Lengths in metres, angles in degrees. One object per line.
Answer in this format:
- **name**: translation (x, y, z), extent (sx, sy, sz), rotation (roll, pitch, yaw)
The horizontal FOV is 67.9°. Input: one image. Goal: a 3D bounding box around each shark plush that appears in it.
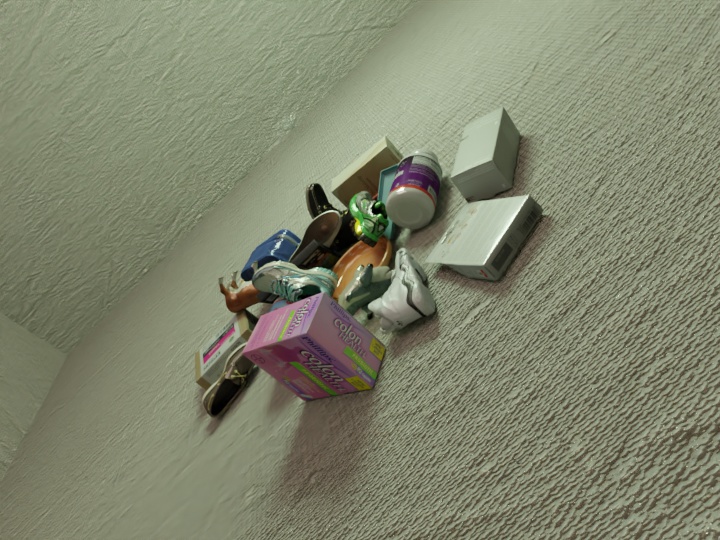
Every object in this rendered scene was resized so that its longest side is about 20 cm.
- **shark plush**: translation (0.001, 0.068, 1.110), extent (0.200, 0.083, 0.091), rotation (-55, 11, -21)

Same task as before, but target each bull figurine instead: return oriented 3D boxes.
- **bull figurine**: translation (-0.290, 0.045, 1.455), extent (0.199, 0.122, 0.065), rotation (-23, 3, 10)

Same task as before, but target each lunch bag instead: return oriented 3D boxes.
- **lunch bag**: translation (-0.232, -0.028, 1.539), extent (0.200, 0.136, 0.133), rotation (-26, 32, 37)

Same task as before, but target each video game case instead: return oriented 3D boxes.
- **video game case**: translation (-0.151, 0.013, 1.357), extent (0.200, 0.026, 0.181), rotation (-44, -16, 6)

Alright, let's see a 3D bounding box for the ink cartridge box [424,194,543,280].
- **ink cartridge box**: translation (0.225, -0.059, 1.005), extent (0.162, 0.050, 0.200), rotation (-54, 18, -13)

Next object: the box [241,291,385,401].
- **box**: translation (-0.089, 0.152, 1.016), extent (0.200, 0.176, 0.097), rotation (-22, 35, 40)

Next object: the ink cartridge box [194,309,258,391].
- **ink cartridge box**: translation (-0.357, 0.215, 1.455), extent (0.200, 0.075, 0.165), rotation (-45, 24, 0)

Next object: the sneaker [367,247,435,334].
- **sneaker**: translation (0.071, 0.039, 1.047), extent (0.115, 0.075, 0.200), rotation (-36, 31, 16)

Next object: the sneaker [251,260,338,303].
- **sneaker**: translation (-0.153, 0.033, 1.213), extent (0.199, 0.078, 0.086), rotation (2, 37, 6)

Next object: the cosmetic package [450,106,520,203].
- **cosmetic package**: translation (0.270, -0.246, 1.144), extent (0.107, 0.090, 0.200), rotation (-21, 32, 37)

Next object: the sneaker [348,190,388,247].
- **sneaker**: translation (0.030, -0.137, 1.282), extent (0.085, 0.078, 0.200), rotation (-45, 32, 20)

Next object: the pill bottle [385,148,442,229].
- **pill bottle**: translation (0.131, -0.198, 1.256), extent (0.112, 0.112, 0.200), rotation (-25, 33, 38)

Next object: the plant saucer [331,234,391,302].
- **plant saucer**: translation (0.000, 0.000, 1.260), extent (0.200, 0.037, 0.200), rotation (-35, 27, 21)

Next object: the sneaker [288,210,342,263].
- **sneaker**: translation (-0.111, -0.075, 1.403), extent (0.200, 0.073, 0.085), rotation (-49, -16, 17)

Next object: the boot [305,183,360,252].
- **boot**: translation (-0.057, -0.151, 1.411), extent (0.150, 0.201, 0.073), rotation (-14, 5, 41)

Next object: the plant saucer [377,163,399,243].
- **plant saucer**: translation (0.068, -0.162, 1.325), extent (0.070, 0.019, 0.201), rotation (-12, 65, 51)

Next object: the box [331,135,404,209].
- **box**: translation (0.022, -0.259, 1.452), extent (0.200, 0.095, 0.078), rotation (-38, 27, 22)

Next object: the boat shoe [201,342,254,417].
- **boat shoe**: translation (-0.314, 0.270, 1.318), extent (0.200, 0.072, 0.059), rotation (-53, 32, -4)

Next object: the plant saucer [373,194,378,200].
- **plant saucer**: translation (0.081, -0.221, 1.455), extent (0.200, 0.037, 0.200), rotation (-50, 25, -5)

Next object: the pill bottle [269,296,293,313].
- **pill bottle**: translation (-0.166, 0.128, 1.246), extent (0.109, 0.109, 0.200), rotation (-29, 31, 33)
